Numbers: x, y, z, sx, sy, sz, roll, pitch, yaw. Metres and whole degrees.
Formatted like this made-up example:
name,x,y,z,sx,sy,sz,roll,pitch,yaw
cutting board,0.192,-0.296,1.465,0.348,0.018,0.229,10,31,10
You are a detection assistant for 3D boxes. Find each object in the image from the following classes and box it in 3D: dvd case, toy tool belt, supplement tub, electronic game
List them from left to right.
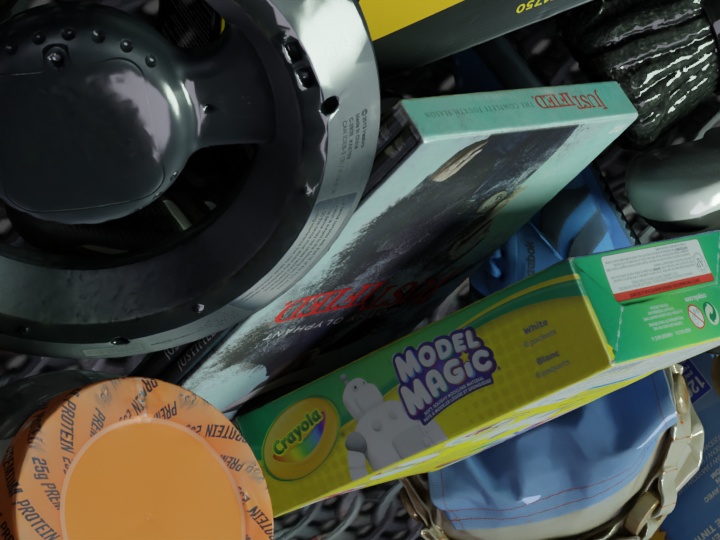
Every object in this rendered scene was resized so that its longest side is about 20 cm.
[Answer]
name,x,y,z,sx,sy,sz,roll,pitch,yaw
supplement tub,-0.120,0.106,0.905,0.122,0.123,0.200,-12,170,-34
electronic game,-0.093,-0.052,0.832,0.200,0.042,0.200,-2,125,-2
dvd case,0.000,0.000,0.962,0.200,0.022,0.146,-43,161,32
toy tool belt,0.104,0.062,1.168,0.200,0.125,0.123,-24,148,15

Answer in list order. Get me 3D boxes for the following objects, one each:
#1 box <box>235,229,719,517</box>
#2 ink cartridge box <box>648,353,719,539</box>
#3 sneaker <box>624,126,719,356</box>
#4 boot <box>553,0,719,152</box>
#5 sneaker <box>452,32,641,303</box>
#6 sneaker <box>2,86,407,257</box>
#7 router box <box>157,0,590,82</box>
name,x,y,z,sx,sy,sz,roll,pitch,yaw
box,0.043,0.045,0.995,0.200,0.048,0.117,-29,168,35
ink cartridge box,0.162,0.125,1.240,0.136,0.200,0.076,-43,149,13
sneaker,0.161,-0.007,1.068,0.071,0.099,0.200,-3,-174,20
boot,0.172,-0.097,1.062,0.158,0.079,0.211,-38,149,5
sneaker,0.071,-0.017,1.055,0.078,0.066,0.200,-27,131,6
sneaker,-0.060,-0.005,0.973,0.200,0.076,0.116,-7,143,-39
router box,0.028,-0.139,0.888,0.200,0.051,0.149,-23,148,-21
